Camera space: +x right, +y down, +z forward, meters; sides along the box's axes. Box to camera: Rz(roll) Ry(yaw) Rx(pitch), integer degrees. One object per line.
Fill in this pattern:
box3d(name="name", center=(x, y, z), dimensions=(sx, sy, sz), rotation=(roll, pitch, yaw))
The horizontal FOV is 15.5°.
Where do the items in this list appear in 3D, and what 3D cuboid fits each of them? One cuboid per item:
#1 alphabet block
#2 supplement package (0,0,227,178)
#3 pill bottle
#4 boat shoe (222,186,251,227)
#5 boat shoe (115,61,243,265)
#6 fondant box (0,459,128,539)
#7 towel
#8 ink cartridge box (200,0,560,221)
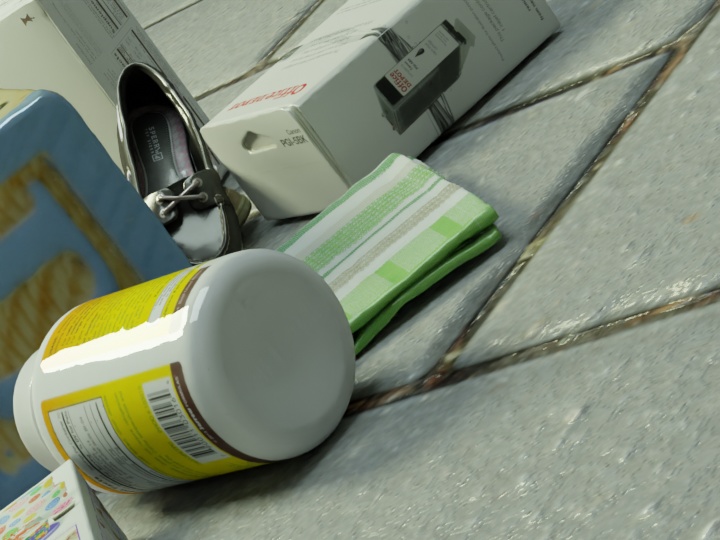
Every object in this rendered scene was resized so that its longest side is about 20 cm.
box3d(name="alphabet block", center=(-0.227, 0.015, 1.648), dimensions=(0.195, 0.197, 0.200), rotation=(-38, 16, -13))
box3d(name="supplement package", center=(-0.221, -0.106, 1.968), dimensions=(0.155, 0.200, 0.111), rotation=(-29, 16, 25))
box3d(name="pill bottle", center=(-0.101, 0.059, 1.412), dimensions=(0.200, 0.109, 0.109), rotation=(-16, 25, 49))
box3d(name="boat shoe", center=(-0.168, -0.010, 1.827), dimensions=(0.199, 0.065, 0.072), rotation=(-29, 17, 17))
box3d(name="boat shoe", center=(-0.130, -0.065, 1.781), dimensions=(0.067, 0.057, 0.200), rotation=(-22, 43, -2))
box3d(name="fondant box", center=(-0.178, 0.183, 1.319), dimensions=(0.144, 0.058, 0.200), rotation=(-37, 17, -1))
box3d(name="towel", center=(0.000, 0.000, 1.533), dimensions=(0.149, 0.031, 0.200), rotation=(-40, 18, -3))
box3d(name="ink cartridge box", center=(0.012, -0.127, 1.754), dimensions=(0.200, 0.083, 0.147), rotation=(-43, 16, -23))
